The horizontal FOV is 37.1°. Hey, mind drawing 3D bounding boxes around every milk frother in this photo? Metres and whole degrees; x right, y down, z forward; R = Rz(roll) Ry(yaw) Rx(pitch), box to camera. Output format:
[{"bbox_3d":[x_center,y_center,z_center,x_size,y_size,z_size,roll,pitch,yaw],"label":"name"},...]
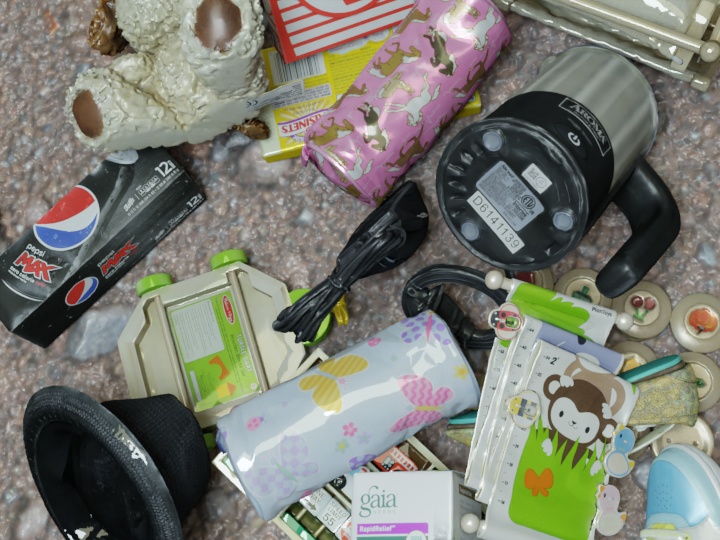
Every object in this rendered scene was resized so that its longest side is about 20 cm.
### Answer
[{"bbox_3d":[0.132,-0.053,0.860,0.199,0.188,0.181,-20,103,38],"label":"milk frother"}]

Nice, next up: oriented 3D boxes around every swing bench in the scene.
[{"bbox_3d":[0.214,-0.242,0.875,0.198,0.200,0.131,25,95,14],"label":"swing bench"}]

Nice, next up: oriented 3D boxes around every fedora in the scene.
[{"bbox_3d":[-0.178,0.156,0.842,0.200,0.201,0.091,42,48,15],"label":"fedora"}]

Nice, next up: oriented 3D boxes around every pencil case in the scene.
[{"bbox_3d":[0.037,-0.149,0.900,0.086,0.083,0.200,35,85,38],"label":"pencil case"},{"bbox_3d":[-0.008,0.109,0.806,0.199,0.091,0.083,-29,39,-5],"label":"pencil case"}]

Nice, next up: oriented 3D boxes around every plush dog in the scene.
[{"bbox_3d":[-0.147,-0.200,0.902,0.199,0.160,0.173,-30,69,27],"label":"plush dog"}]

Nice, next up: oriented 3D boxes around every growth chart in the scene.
[{"bbox_3d":[0.142,0.111,0.778,0.144,0.018,0.202,11,82,-18],"label":"growth chart"}]

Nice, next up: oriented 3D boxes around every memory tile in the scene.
[{"bbox_3d":[0.197,0.075,0.882,0.198,0.017,0.154,13,78,10],"label":"memory tile"}]

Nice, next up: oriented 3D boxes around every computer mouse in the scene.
[{"bbox_3d":[0.000,0.000,0.857,0.140,0.200,0.046,-43,95,15],"label":"computer mouse"}]

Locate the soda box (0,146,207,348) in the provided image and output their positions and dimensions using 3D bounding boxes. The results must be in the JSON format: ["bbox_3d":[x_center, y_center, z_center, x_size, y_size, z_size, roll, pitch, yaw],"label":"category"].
[{"bbox_3d":[-0.233,-0.028,0.934,0.200,0.071,0.063,-44,71,-5],"label":"soda box"}]

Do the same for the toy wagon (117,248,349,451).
[{"bbox_3d":[-0.103,0.062,0.912,0.199,0.040,0.156,-18,75,2],"label":"toy wagon"}]

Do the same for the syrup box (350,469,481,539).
[{"bbox_3d":[0.040,0.247,0.764,0.078,0.081,0.202,-6,70,21],"label":"syrup box"}]

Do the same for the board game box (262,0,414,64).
[{"bbox_3d":[0.004,-0.283,0.917,0.199,0.152,0.046,-21,36,-6],"label":"board game box"}]

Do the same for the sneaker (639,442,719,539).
[{"bbox_3d":[0.216,0.228,0.780,0.130,0.079,0.202,3,75,-31],"label":"sneaker"}]

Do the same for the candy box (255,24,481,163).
[{"bbox_3d":[0.001,-0.168,0.963,0.198,0.026,0.103,-12,78,4],"label":"candy box"}]

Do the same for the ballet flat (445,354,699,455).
[{"bbox_3d":[0.168,0.122,0.836,0.198,0.071,0.071,-16,74,3],"label":"ballet flat"}]

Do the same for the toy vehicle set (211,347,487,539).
[{"bbox_3d":[-0.004,0.175,0.856,0.200,0.027,0.124,43,84,3],"label":"toy vehicle set"}]
